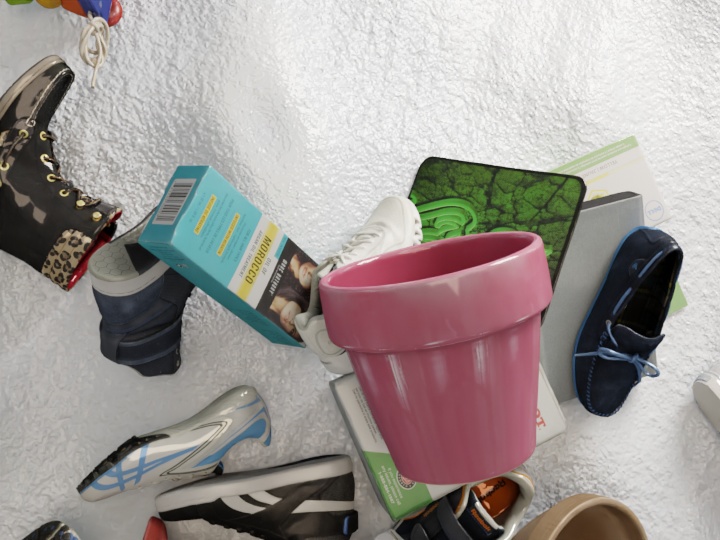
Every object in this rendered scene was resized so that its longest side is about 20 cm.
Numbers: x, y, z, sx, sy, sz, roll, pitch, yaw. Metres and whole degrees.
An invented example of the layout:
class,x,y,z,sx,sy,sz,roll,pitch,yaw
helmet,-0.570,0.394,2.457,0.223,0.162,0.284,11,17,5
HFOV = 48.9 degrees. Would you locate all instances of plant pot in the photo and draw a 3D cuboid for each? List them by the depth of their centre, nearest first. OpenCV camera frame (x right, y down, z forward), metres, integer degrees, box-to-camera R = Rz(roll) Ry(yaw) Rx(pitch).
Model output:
class,x,y,z,sx,sy,sz,roll,pitch,yaw
plant pot,0.075,0.075,0.687,0.197,0.200,0.181,-13,99,-9
plant pot,0.197,0.319,0.783,0.199,0.092,0.204,2,87,-37

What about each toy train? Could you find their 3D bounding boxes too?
class,x,y,z,sx,sy,sz,roll,pitch,yaw
toy train,-0.306,-0.278,0.791,0.114,0.085,0.203,4,74,4

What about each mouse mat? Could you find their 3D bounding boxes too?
class,x,y,z,sx,sy,sz,roll,pitch,yaw
mouse mat,0.117,-0.033,0.802,0.198,0.008,0.163,14,80,39

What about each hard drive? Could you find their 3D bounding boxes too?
class,x,y,z,sx,sy,sz,roll,pitch,yaw
hard drive,0.237,0.031,0.833,0.138,0.033,0.202,-14,107,-9

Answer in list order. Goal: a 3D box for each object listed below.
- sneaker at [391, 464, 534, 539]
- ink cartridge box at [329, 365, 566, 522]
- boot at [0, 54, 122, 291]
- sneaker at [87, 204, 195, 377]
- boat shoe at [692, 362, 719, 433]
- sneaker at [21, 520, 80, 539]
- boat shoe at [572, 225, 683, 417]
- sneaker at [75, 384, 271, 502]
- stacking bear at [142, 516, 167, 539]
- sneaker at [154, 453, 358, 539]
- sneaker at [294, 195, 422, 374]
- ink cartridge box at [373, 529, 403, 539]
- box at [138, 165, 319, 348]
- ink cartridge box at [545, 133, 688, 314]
class,x,y,z,sx,sy,sz,roll,pitch,yaw
sneaker,0.093,0.263,0.801,0.200,0.079,0.079,-43,92,-8
ink cartridge box,0.086,0.138,0.808,0.198,0.083,0.148,-23,87,-9
boot,-0.303,-0.093,0.784,0.150,0.073,0.201,33,85,-2
sneaker,-0.185,0.015,0.792,0.076,0.148,0.202,22,38,24
boat shoe,0.446,0.186,0.866,0.068,0.072,0.201,-34,81,-10
sneaker,-0.328,0.321,0.737,0.199,0.077,0.086,-31,122,7
boat shoe,0.264,0.057,0.792,0.083,0.069,0.203,4,105,-14
sneaker,-0.180,0.183,0.777,0.198,0.072,0.073,-24,95,-6
stacking bear,-0.125,0.328,0.753,0.198,0.114,0.123,19,82,-10
sneaker,-0.096,0.254,0.777,0.197,0.073,0.113,-8,84,-10
sneaker,0.000,0.000,0.794,0.081,0.075,0.202,42,60,-34
ink cartridge box,0.040,0.357,0.729,0.146,0.083,0.200,-42,126,-6
box,-0.110,-0.008,0.748,0.200,0.049,0.083,43,62,-44
ink cartridge box,0.273,-0.028,0.870,0.144,0.048,0.202,-23,86,-9
